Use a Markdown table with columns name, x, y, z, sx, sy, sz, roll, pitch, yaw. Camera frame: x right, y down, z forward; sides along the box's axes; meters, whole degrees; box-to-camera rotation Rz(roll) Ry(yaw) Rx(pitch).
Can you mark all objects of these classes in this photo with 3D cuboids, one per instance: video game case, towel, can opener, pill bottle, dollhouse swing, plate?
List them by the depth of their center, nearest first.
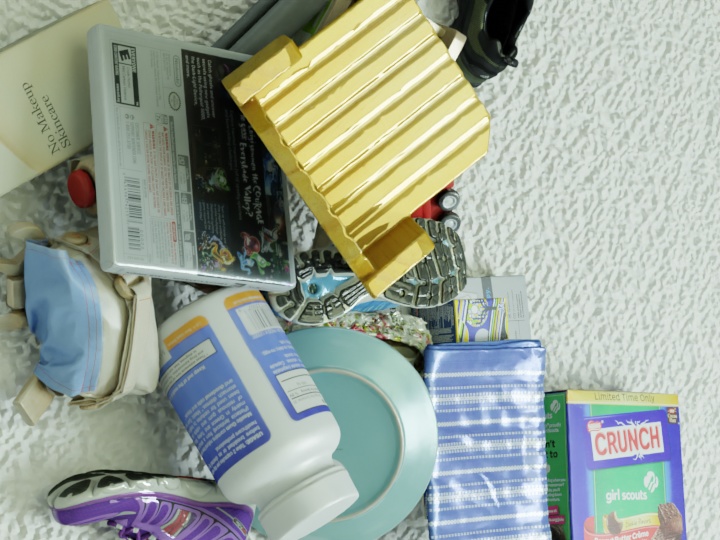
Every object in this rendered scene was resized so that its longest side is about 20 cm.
| name | x | y | z | sx | sy | sz | roll | pitch | yaw |
| --- | --- | --- | --- | --- | --- | --- | --- | --- | --- |
| dollhouse swing | 0.016 | -0.118 | 1.593 | 0.175 | 0.182 | 0.201 | -34 | 101 | -1 |
| video game case | -0.136 | -0.088 | 1.594 | 0.181 | 0.023 | 0.202 | 7 | 70 | -39 |
| pill bottle | -0.086 | 0.121 | 1.628 | 0.112 | 0.112 | 0.201 | -20 | 73 | -40 |
| can opener | -0.115 | -0.187 | 1.688 | 0.200 | 0.053 | 0.067 | -40 | 128 | 2 |
| plate | -0.030 | 0.149 | 1.707 | 0.198 | 0.026 | 0.202 | -1 | 99 | -4 |
| towel | 0.116 | 0.163 | 1.775 | 0.144 | 0.024 | 0.202 | 1 | 86 | -39 |

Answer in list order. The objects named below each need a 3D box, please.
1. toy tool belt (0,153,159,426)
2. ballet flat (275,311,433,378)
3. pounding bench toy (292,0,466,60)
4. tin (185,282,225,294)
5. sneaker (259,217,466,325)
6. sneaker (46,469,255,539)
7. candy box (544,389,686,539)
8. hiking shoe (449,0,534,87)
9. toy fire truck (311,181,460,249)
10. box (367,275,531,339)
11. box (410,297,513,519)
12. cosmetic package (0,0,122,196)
| name | x | y | z | sx | sy | sz | roll | pitch | yaw |
| --- | --- | --- | --- | --- | --- | --- | --- | --- | --- |
| toy tool belt | -0.232 | 0.015 | 1.570 | 0.122 | 0.124 | 0.202 | -18 | 110 | -37 |
| ballet flat | -0.021 | 0.073 | 1.745 | 0.198 | 0.064 | 0.076 | -5 | 126 | -23 |
| pounding bench toy | -0.024 | -0.160 | 1.773 | 0.155 | 0.124 | 0.201 | 28 | 90 | -34 |
| tin | -0.143 | -0.046 | 1.684 | 0.200 | 0.042 | 0.113 | 31 | 55 | -50 |
| sneaker | 0.000 | 0.000 | 1.713 | 0.198 | 0.090 | 0.079 | -8 | 91 | -26 |
| sneaker | -0.167 | 0.209 | 1.629 | 0.199 | 0.080 | 0.084 | 12 | 81 | -39 |
| candy box | 0.245 | 0.221 | 1.971 | 0.168 | 0.077 | 0.202 | 4 | 79 | -39 |
| hiking shoe | 0.138 | -0.284 | 1.948 | 0.075 | 0.100 | 0.202 | 11 | 76 | -39 |
| toy fire truck | 0.016 | -0.058 | 1.747 | 0.140 | 0.049 | 0.201 | -10 | 125 | -10 |
| box | 0.082 | 0.086 | 1.881 | 0.199 | 0.041 | 0.157 | -2 | 85 | -39 |
| box | 0.097 | 0.128 | 1.819 | 0.070 | 0.064 | 0.202 | -1 | 87 | -40 |
| cosmetic package | -0.272 | -0.132 | 1.598 | 0.200 | 0.073 | 0.104 | -37 | 106 | -39 |
